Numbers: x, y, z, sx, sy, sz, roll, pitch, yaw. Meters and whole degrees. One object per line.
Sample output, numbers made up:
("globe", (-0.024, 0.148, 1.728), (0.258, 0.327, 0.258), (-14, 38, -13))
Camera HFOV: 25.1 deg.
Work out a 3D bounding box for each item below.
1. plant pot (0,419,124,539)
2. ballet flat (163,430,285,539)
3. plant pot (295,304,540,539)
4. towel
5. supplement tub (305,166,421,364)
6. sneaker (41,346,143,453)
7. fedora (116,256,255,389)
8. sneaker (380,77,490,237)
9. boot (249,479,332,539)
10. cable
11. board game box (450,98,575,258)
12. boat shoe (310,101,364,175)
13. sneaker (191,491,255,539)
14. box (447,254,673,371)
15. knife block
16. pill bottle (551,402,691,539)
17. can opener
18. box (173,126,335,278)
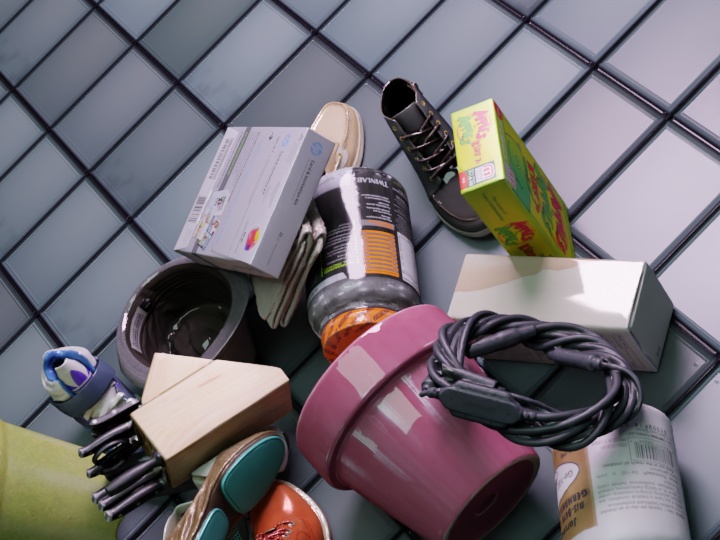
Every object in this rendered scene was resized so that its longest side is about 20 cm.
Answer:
("plant pot", (-0.354, 0.250, 1.727), (0.200, 0.183, 0.201), (-42, 42, 54))
("ballet flat", (-0.151, 0.237, 1.627), (0.072, 0.068, 0.200), (3, 48, 36))
("plant pot", (0.067, 0.164, 1.554), (0.200, 0.200, 0.179), (-46, 64, -2))
("towel", (-0.085, -0.038, 1.755), (0.200, 0.034, 0.133), (-111, 40, -53))
("supplement tub", (0.000, 0.000, 1.735), (0.122, 0.123, 0.201), (-20, 52, 20))
("sneaker", (-0.280, 0.155, 1.791), (0.081, 0.146, 0.200), (-50, 48, -6))
("fedora", (-0.181, 0.073, 1.821), (0.199, 0.090, 0.177), (15, 68, 44))
("sneaker", (0.082, -0.122, 1.773), (0.075, 0.106, 0.200), (-39, 48, 4))
("boot", (-0.076, 0.275, 1.615), (0.075, 0.107, 0.200), (-37, 46, 9))
("cable", (0.160, 0.097, 1.468), (0.199, 0.051, 0.163), (11, 31, 18))
("board game box", (0.157, -0.072, 1.630), (0.047, 0.200, 0.102), (-20, 52, 20))
("boat shoe", (-0.051, -0.118, 1.878), (0.073, 0.069, 0.201), (-1, 60, 31))
("sneaker", (-0.154, 0.304, 1.653), (0.077, 0.091, 0.201), (-23, 51, 16))
("box", (0.198, 0.041, 1.605), (0.199, 0.095, 0.078), (3, 62, 32))
("knife block", (-0.180, 0.177, 1.650), (0.199, 0.064, 0.176), (6, 57, 6))
("pill bottle", (0.235, 0.229, 1.444), (0.114, 0.114, 0.201), (-18, 53, 21))
("can opener", (-0.170, 0.209, 1.703), (0.199, 0.067, 0.053), (-11, 63, -7))
("box", (-0.116, -0.077, 1.733), (0.200, 0.041, 0.157), (7, 73, 61))
